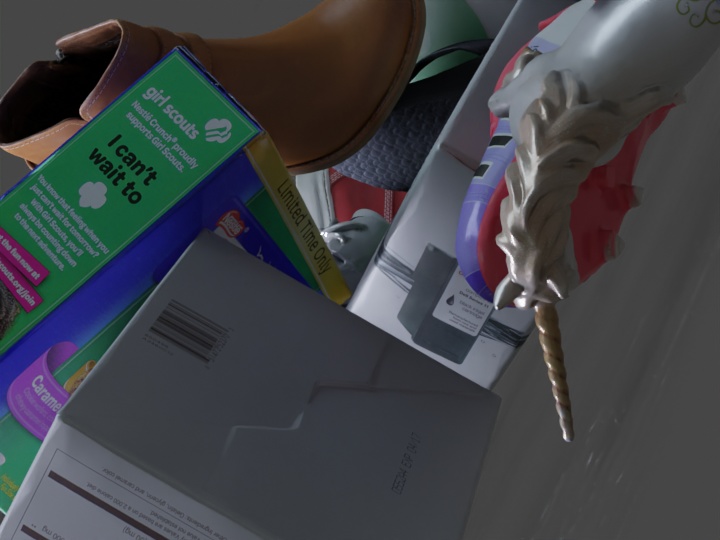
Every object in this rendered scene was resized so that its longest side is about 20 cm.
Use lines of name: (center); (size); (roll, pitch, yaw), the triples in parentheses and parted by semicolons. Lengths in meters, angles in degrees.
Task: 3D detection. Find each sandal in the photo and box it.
sandal: (0.071, -0.095, 1.011); (0.199, 0.076, 0.043); (-21, 51, 23)

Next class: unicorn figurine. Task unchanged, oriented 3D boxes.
unicorn figurine: (0.091, -0.064, 0.650); (0.201, 0.073, 0.137); (-60, 1, 14)

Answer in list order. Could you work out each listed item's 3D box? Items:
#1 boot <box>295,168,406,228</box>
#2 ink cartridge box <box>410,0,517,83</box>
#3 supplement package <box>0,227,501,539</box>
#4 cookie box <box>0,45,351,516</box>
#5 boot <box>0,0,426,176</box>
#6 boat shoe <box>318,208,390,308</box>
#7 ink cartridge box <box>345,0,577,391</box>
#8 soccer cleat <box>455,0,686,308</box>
boot: (0.045, 0.024, 1.153); (0.072, 0.143, 0.202); (44, -141, -80)
ink cartridge box: (0.088, -0.147, 1.020); (0.201, 0.160, 0.050); (-59, 0, 44)
supplement package: (-0.046, 0.096, 0.773); (0.111, 0.155, 0.200); (-60, 0, 22)
cookie box: (-0.114, 0.020, 0.906); (0.200, 0.075, 0.171); (-42, -29, -8)
boot: (-0.075, -0.099, 0.958); (0.199, 0.077, 0.155); (-35, -33, 17)
boat shoe: (0.000, 0.000, 1.064); (0.199, 0.066, 0.073); (-13, 3, -40)
ink cartridge box: (0.063, -0.025, 0.932); (0.147, 0.083, 0.201); (-60, -1, -41)
soccer cleat: (0.076, -0.050, 0.781); (0.076, 0.067, 0.200); (-6, 34, 36)
